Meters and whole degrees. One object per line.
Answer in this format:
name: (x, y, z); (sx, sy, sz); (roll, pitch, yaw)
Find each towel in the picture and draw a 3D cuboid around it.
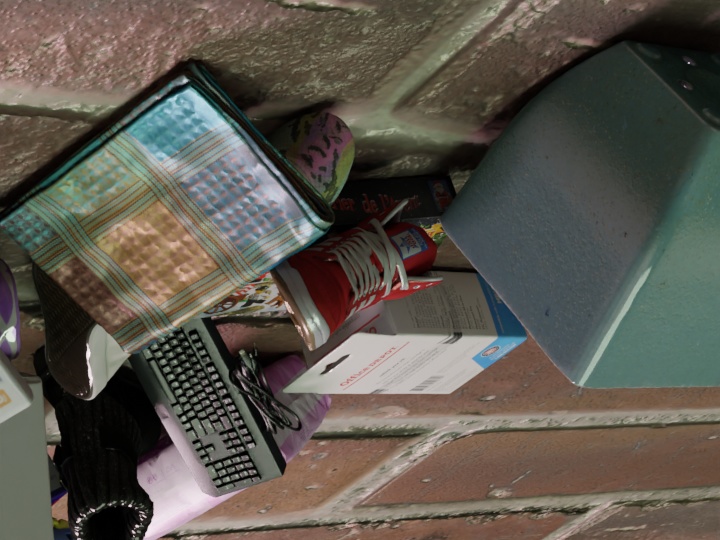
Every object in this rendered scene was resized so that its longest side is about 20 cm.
towel: (-0.133, -0.034, 1.293); (0.200, 0.022, 0.147); (-33, 112, 29)

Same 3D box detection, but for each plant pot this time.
plant pot: (0.217, -0.053, 1.415); (0.195, 0.197, 0.201); (3, 127, -39)

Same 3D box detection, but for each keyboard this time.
keyboard: (-0.119, 0.105, 1.569); (0.104, 0.040, 0.201); (-22, 122, 6)

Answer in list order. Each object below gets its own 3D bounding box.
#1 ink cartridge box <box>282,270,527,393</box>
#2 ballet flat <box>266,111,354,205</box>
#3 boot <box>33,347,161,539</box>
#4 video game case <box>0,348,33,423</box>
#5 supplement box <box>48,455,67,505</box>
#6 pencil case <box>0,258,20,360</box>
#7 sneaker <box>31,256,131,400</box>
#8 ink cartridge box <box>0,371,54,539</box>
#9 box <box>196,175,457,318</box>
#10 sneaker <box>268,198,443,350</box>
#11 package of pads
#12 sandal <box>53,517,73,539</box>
ink cartridge box: (0.030, 0.053, 1.659); (0.199, 0.068, 0.116); (3, 149, -42)
ballet flat: (-0.085, -0.033, 1.342); (0.200, 0.069, 0.071); (-38, 180, 22)
boot: (-0.205, 0.161, 1.604); (0.079, 0.159, 0.211); (-24, 155, 6)
video game case: (-0.344, 0.056, 1.263); (0.182, 0.022, 0.200); (-30, 115, 6)
supplement box: (-0.350, 0.204, 1.639); (0.101, 0.104, 0.200); (-25, 167, -47)
pencil case: (-0.336, 0.038, 1.340); (0.199, 0.085, 0.085); (-5, -171, -24)
sneaker: (-0.191, 0.007, 1.423); (0.085, 0.073, 0.200); (-46, 164, -34)
ink cartridge box: (-0.298, 0.144, 1.421); (0.083, 0.148, 0.200); (-6, -175, -28)
box: (-0.037, -0.017, 1.491); (0.199, 0.038, 0.137); (-6, 154, -28)
sneaker: (0.000, 0.000, 1.369); (0.112, 0.072, 0.200); (-24, -176, 3)
package of pads: (-0.129, 0.162, 1.726); (0.200, 0.076, 0.120); (-33, -177, 31)
sandal: (-0.301, 0.267, 1.551); (0.199, 0.087, 0.080); (-27, 168, -38)
